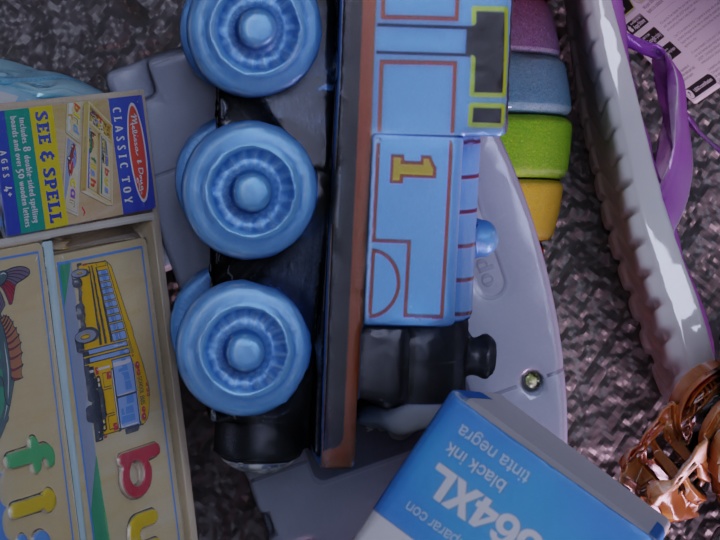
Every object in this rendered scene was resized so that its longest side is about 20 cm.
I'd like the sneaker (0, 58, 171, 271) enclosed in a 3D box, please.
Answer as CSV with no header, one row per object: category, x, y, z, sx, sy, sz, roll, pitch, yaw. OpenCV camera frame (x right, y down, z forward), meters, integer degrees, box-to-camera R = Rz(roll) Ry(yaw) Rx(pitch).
sneaker,-0.145,-0.058,0.886,0.199,0.082,0.074,16,74,-12

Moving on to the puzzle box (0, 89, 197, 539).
puzzle box,-0.107,0.042,0.780,0.133,0.025,0.202,-15,99,-60

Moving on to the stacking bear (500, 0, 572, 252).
stacking bear,0.032,-0.031,0.918,0.120,0.114,0.202,0,90,6

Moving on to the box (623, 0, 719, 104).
box,0.143,-0.140,0.920,0.110,0.200,0.035,42,71,-4

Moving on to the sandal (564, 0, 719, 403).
sandal,0.126,-0.040,0.959,0.049,0.082,0.204,-14,97,-4

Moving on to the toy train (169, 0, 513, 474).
toy train,-0.007,-0.029,0.793,0.113,0.087,0.202,1,96,-7

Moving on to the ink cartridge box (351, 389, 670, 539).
ink cartridge box,0.014,0.145,0.770,0.084,0.146,0.201,36,92,9

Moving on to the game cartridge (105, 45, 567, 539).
game cartridge,0.000,0.000,0.853,0.132,0.042,0.201,-19,96,-3

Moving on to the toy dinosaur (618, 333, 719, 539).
toy dinosaur,0.160,0.069,0.916,0.199,0.103,0.136,-23,129,16
